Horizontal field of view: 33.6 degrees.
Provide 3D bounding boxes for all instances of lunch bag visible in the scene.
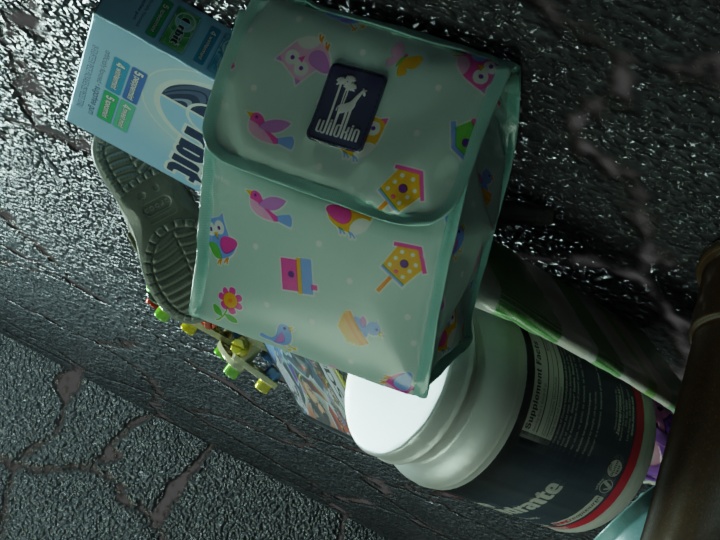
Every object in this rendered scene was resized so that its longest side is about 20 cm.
[{"bbox_3d":[-0.003,-0.050,0.702,0.169,0.122,0.201,19,118,18],"label":"lunch bag"}]

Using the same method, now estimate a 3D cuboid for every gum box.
[{"bbox_3d":[-0.101,-0.106,0.841,0.199,0.045,0.170,28,156,-10],"label":"gum box"}]

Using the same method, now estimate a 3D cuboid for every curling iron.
[{"bbox_3d":[0.030,-0.037,0.810,0.198,0.026,0.050,-3,125,3],"label":"curling iron"}]

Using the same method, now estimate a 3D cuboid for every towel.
[{"bbox_3d":[0.140,0.033,0.849,0.199,0.023,0.153,30,-165,-15],"label":"towel"}]

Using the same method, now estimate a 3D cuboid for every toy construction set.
[{"bbox_3d":[-0.171,0.051,1.351,0.131,0.092,0.200,44,173,48],"label":"toy construction set"}]

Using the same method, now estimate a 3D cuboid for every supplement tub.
[{"bbox_3d":[0.103,0.101,0.868,0.199,0.141,0.140,23,166,-30],"label":"supplement tub"}]

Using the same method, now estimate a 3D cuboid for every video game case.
[{"bbox_3d":[-0.051,0.059,1.013,0.182,0.025,0.200,62,163,-12],"label":"video game case"}]

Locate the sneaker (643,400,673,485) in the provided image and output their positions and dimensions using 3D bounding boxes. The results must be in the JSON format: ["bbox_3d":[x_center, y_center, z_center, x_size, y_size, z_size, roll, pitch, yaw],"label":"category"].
[{"bbox_3d":[0.222,0.115,1.013,0.199,0.081,0.088,28,155,-5],"label":"sneaker"}]

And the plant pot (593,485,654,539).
[{"bbox_3d":[0.330,0.314,1.286,0.134,0.200,0.200,49,171,21],"label":"plant pot"}]

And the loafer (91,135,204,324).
[{"bbox_3d":[-0.169,-0.047,1.031,0.070,0.075,0.201,-120,10,-65],"label":"loafer"}]

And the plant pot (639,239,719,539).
[{"bbox_3d":[0.268,0.111,0.717,0.199,0.199,0.200,24,163,8],"label":"plant pot"}]
